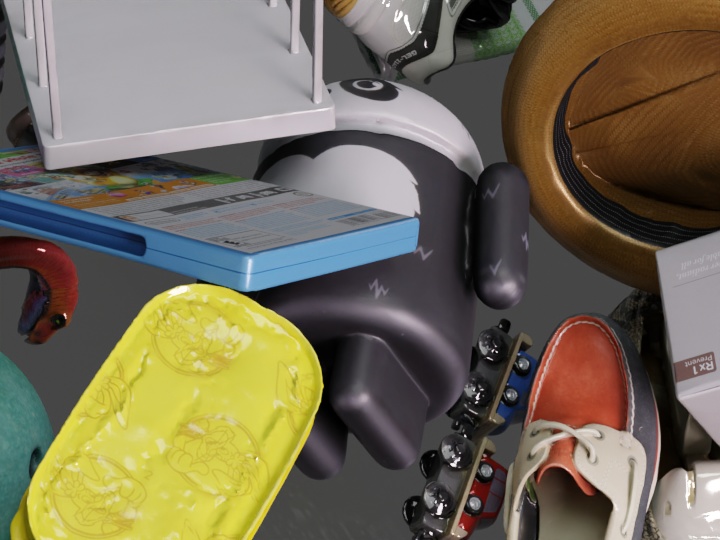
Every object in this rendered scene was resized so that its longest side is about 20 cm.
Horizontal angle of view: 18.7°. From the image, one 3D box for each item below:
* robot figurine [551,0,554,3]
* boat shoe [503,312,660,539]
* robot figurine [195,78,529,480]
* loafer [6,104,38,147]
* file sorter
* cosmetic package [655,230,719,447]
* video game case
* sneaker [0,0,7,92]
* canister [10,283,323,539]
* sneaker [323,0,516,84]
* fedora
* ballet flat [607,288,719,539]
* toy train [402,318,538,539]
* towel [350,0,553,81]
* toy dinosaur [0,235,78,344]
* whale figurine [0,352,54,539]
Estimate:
[{"bbox_3d":[0.174,-0.068,1.185,0.200,0.113,0.169,46,47,14],"label":"robot figurine"},{"bbox_3d":[0.102,0.110,1.053,0.071,0.063,0.202,-1,68,23],"label":"boat shoe"},{"bbox_3d":[-0.002,-0.001,1.082,0.149,0.125,0.201,14,56,-8],"label":"robot figurine"},{"bbox_3d":[-0.112,-0.123,1.164,0.063,0.072,0.200,29,57,10],"label":"loafer"},{"bbox_3d":[-0.102,-0.162,1.051,0.137,0.125,0.201,-8,37,-13],"label":"file sorter"},{"bbox_3d":[0.227,0.052,1.064,0.106,0.200,0.091,-17,55,19],"label":"cosmetic package"},{"bbox_3d":[-0.093,-0.028,0.987,0.199,0.018,0.143,14,15,29],"label":"video game case"},{"bbox_3d":[-0.229,-0.100,1.067,0.087,0.200,0.075,7,98,-1],"label":"sneaker"},{"bbox_3d":[-0.095,0.119,0.933,0.086,0.200,0.149,28,55,3],"label":"canister"},{"bbox_3d":[0.058,-0.179,1.227,0.088,0.076,0.200,46,56,-9],"label":"sneaker"},{"bbox_3d":[0.170,-0.080,1.071,0.199,0.201,0.082,28,36,2],"label":"fedora"},{"bbox_3d":[0.162,0.089,1.106,0.067,0.075,0.202,5,58,-15],"label":"ballet flat"},{"bbox_3d":[0.051,0.108,1.085,0.046,0.034,0.201,30,55,-12],"label":"toy train"},{"bbox_3d":[0.068,-0.187,1.286,0.199,0.031,0.150,-14,66,-27],"label":"towel"},{"bbox_3d":[-0.225,0.023,0.991,0.180,0.106,0.200,-8,19,11],"label":"toy dinosaur"},{"bbox_3d":[-0.185,0.121,0.929,0.103,0.159,0.202,-5,69,17],"label":"whale figurine"}]
